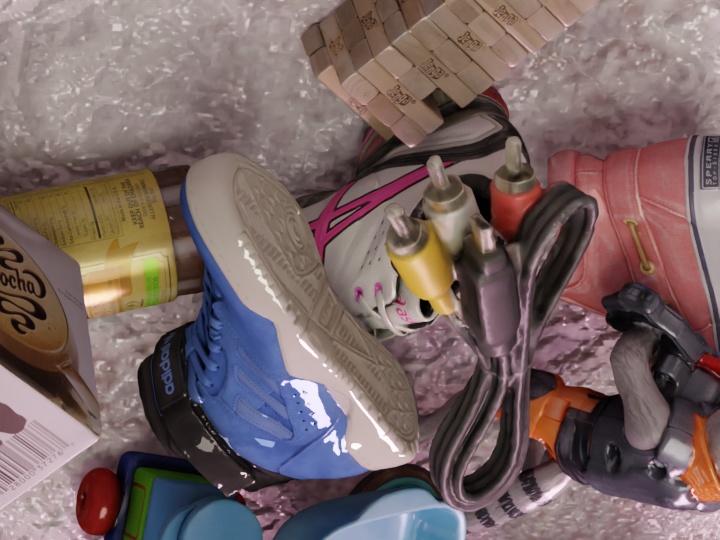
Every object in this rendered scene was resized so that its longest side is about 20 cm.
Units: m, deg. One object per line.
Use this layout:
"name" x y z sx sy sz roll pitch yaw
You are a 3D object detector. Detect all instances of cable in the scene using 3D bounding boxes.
"cable" 0.061 0.022 1.335 0.097 0.050 0.200 -27 141 -19

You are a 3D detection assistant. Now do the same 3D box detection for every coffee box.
"coffee box" -0.206 0.003 1.209 0.080 0.113 0.200 -36 128 19

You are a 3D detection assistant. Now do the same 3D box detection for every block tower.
"block tower" 0.070 -0.137 1.310 0.200 0.054 0.058 -39 127 16

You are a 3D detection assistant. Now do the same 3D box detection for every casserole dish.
"casserole dish" -0.016 0.184 1.432 0.121 0.039 0.200 -8 123 -43

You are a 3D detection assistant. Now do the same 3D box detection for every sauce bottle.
"sauce bottle" -0.168 -0.001 1.337 0.200 0.065 0.065 -12 129 -10

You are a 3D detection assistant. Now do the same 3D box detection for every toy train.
"toy train" -0.099 0.195 1.429 0.085 0.116 0.200 11 90 -21

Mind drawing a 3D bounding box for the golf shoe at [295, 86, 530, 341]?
"golf shoe" 0.000 0.000 1.372 0.073 0.092 0.200 28 117 -33

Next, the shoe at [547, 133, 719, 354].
"shoe" 0.148 0.006 1.436 0.091 0.072 0.200 -2 144 15

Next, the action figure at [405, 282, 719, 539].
"action figure" 0.138 0.095 1.422 0.193 0.105 0.200 -4 144 43

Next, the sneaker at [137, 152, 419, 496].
"sneaker" -0.061 0.033 1.311 0.111 0.077 0.200 -16 139 18

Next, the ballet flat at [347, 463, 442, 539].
"ballet flat" 0.006 0.176 1.516 0.068 0.068 0.200 -2 116 -13
